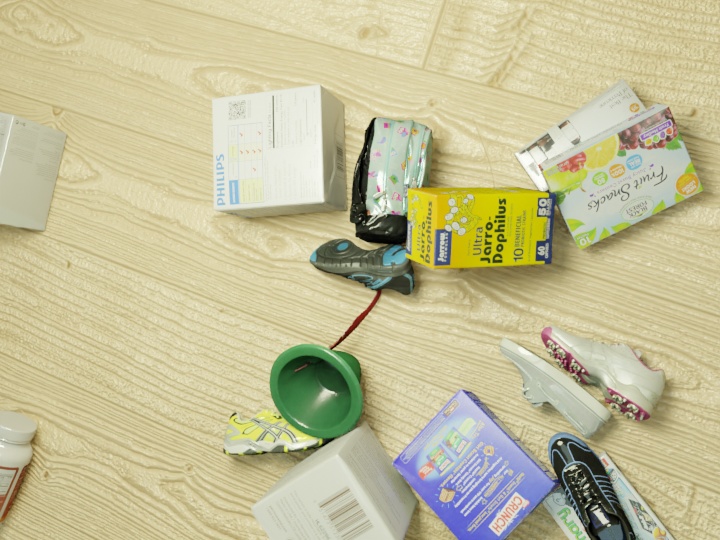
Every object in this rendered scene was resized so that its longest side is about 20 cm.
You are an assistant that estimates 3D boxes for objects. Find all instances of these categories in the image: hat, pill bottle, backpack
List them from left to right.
[{"bbox_3d":[-0.693,0.374,1.436,0.112,0.112,0.200,26,93,17],"label":"pill bottle"},{"bbox_3d":[-0.031,0.162,1.282,0.200,0.176,0.166,-31,94,32],"label":"hat"},{"bbox_3d":[0.051,-0.147,1.238,0.126,0.167,0.201,8,85,-2],"label":"backpack"}]

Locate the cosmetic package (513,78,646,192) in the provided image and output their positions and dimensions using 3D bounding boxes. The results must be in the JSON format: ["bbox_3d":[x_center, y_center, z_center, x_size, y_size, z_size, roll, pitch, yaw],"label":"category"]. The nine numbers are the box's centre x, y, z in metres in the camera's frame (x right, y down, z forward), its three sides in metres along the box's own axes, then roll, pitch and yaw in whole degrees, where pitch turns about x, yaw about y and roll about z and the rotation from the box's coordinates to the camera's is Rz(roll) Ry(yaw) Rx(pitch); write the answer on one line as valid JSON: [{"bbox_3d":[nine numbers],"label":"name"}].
[{"bbox_3d":[0.349,-0.206,1.195,0.200,0.051,0.083,-35,78,12],"label":"cosmetic package"}]

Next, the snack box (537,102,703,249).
[{"bbox_3d":[0.391,-0.140,1.147,0.200,0.053,0.142,-27,106,12],"label":"snack box"}]

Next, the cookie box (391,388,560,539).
[{"bbox_3d":[0.179,0.316,1.183,0.171,0.075,0.200,-48,65,8],"label":"cookie box"}]

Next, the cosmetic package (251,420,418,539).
[{"bbox_3d":[-0.032,0.366,1.183,0.166,0.200,0.168,-35,85,12],"label":"cosmetic package"}]

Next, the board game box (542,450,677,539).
[{"bbox_3d":[0.386,0.394,1.150,0.126,0.035,0.200,-40,76,11],"label":"board game box"}]

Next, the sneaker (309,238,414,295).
[{"bbox_3d":[0.000,0.000,1.272,0.200,0.082,0.073,10,48,36],"label":"sneaker"}]

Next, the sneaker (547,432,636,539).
[{"bbox_3d":[0.340,0.331,1.110,0.070,0.078,0.200,-34,77,12],"label":"sneaker"}]

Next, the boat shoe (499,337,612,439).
[{"bbox_3d":[0.288,0.184,1.176,0.201,0.070,0.072,38,93,13],"label":"boat shoe"}]

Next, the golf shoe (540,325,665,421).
[{"bbox_3d":[0.372,0.140,1.163,0.200,0.075,0.092,39,76,17],"label":"golf shoe"}]

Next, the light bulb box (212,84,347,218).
[{"bbox_3d":[-0.137,-0.197,1.301,0.199,0.125,0.199,-3,86,17],"label":"light bulb box"}]

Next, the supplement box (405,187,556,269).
[{"bbox_3d":[0.180,-0.067,1.148,0.199,0.109,0.109,-3,101,-19],"label":"supplement box"}]

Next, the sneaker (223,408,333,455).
[{"bbox_3d":[-0.142,0.274,1.299,0.199,0.075,0.077,-5,75,10],"label":"sneaker"}]

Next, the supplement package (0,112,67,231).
[{"bbox_3d":[-0.691,-0.195,1.453,0.150,0.152,0.201,14,90,17],"label":"supplement package"}]
